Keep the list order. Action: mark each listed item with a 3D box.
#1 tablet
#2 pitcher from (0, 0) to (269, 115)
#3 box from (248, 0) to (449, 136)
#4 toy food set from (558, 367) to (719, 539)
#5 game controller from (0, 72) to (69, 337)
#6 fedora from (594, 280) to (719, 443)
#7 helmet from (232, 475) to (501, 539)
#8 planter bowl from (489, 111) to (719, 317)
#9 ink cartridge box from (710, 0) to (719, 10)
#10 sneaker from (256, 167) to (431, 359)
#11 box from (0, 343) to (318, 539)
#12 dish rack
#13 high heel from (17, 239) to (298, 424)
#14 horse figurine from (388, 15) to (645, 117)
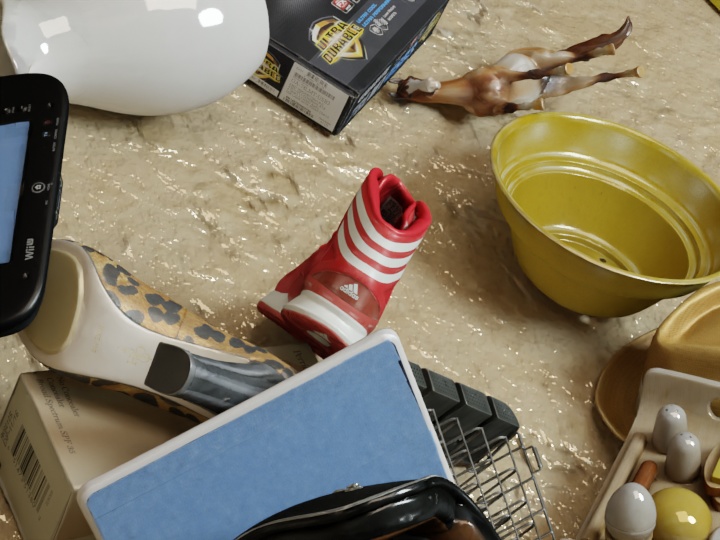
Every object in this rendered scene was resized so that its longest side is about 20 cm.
[{"bbox_3d":[-0.049,0.126,1.211,0.199,0.130,0.014,-27,31,-9],"label":"tablet"},{"bbox_3d":[-0.182,-0.178,1.520,0.199,0.122,0.172,-13,40,-26],"label":"pitcher"},{"bbox_3d":[-0.053,-0.215,1.676,0.198,0.050,0.200,35,40,4],"label":"box"},{"bbox_3d":[0.220,0.136,1.352,0.143,0.061,0.200,13,36,19],"label":"toy food set"},{"bbox_3d":[-0.226,-0.038,1.253,0.104,0.042,0.201,-13,49,15],"label":"game controller"},{"bbox_3d":[0.263,0.063,1.493,0.200,0.082,0.201,-5,35,3],"label":"fedora"},{"bbox_3d":[-0.010,0.214,1.150,0.200,0.190,0.200,55,16,-25],"label":"helmet"},{"bbox_3d":[0.175,-0.025,1.576,0.200,0.084,0.201,14,35,-10],"label":"planter bowl"},{"bbox_3d":[0.375,-0.296,1.981,0.145,0.084,0.200,-18,59,-41],"label":"ink cartridge box"},{"bbox_3d":[0.000,0.000,1.364,0.078,0.116,0.200,36,-5,-10],"label":"sneaker"},{"bbox_3d":[-0.109,0.109,1.284,0.199,0.078,0.095,-6,50,-35],"label":"box"},{"bbox_3d":[0.070,0.153,1.328,0.153,0.054,0.201,24,39,-48],"label":"dish rack"},{"bbox_3d":[-0.121,0.044,1.262,0.200,0.072,0.142,29,3,38],"label":"high heel"},{"bbox_3d":[0.135,-0.153,1.691,0.200,0.132,0.050,-24,106,-43],"label":"horse figurine"}]
